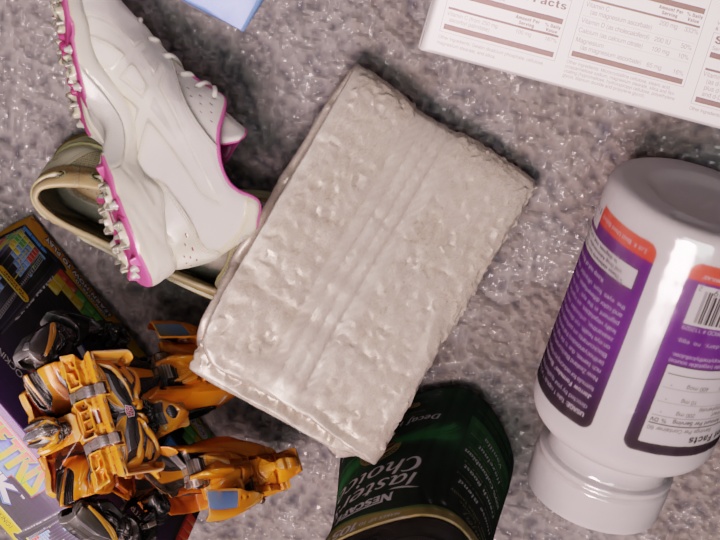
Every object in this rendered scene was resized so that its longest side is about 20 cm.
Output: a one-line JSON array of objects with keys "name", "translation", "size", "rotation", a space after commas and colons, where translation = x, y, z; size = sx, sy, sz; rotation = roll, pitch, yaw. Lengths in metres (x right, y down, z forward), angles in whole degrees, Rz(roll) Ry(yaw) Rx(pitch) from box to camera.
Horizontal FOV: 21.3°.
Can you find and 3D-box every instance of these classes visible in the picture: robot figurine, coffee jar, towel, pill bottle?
[{"name": "robot figurine", "translation": [-0.116, 0.087, 1.087], "size": [0.058, 0.200, 0.145], "rotation": [-25, 76, 26]}, {"name": "coffee jar", "translation": [0.030, 0.150, 1.105], "size": [0.104, 0.200, 0.085], "rotation": [-22, 109, 16]}, {"name": "towel", "translation": [0.000, 0.000, 1.094], "size": [0.132, 0.034, 0.200], "rotation": [31, 89, -13]}, {"name": "pill bottle", "translation": [0.164, 0.046, 1.088], "size": [0.111, 0.111, 0.200], "rotation": [18, 115, 0]}]

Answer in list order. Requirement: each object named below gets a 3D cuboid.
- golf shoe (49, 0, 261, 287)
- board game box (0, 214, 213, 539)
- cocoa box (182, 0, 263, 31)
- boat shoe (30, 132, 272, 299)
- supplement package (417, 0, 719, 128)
[{"name": "golf shoe", "translation": [-0.117, -0.093, 1.073], "size": [0.091, 0.075, 0.200], "rotation": [-16, 82, -11]}, {"name": "board game box", "translation": [-0.175, 0.086, 1.126], "size": [0.057, 0.165, 0.200], "rotation": [-32, 107, 20]}, {"name": "cocoa box", "translation": [-0.068, -0.229, 0.949], "size": [0.131, 0.200, 0.133], "rotation": [28, 115, -5]}, {"name": "boat shoe", "translation": [-0.094, -0.018, 1.123], "size": [0.201, 0.063, 0.073], "rotation": [26, 115, -3]}, {"name": "supplement package", "translation": [0.146, -0.161, 0.972], "size": [0.200, 0.156, 0.111], "rotation": [15, 117, 1]}]
